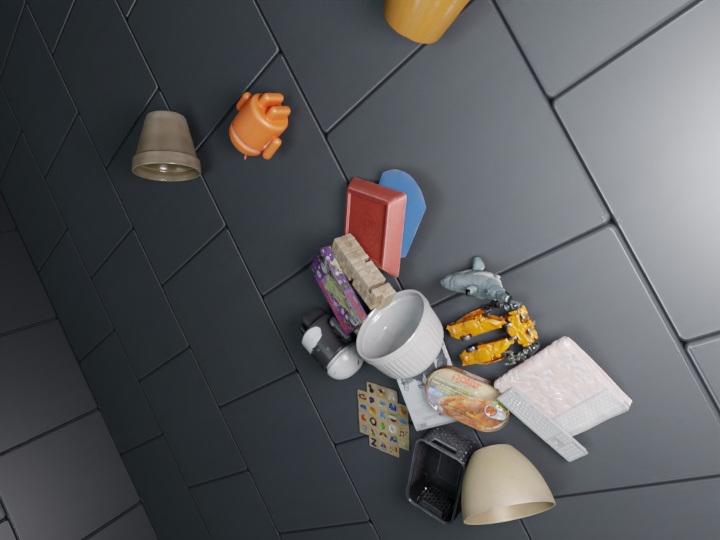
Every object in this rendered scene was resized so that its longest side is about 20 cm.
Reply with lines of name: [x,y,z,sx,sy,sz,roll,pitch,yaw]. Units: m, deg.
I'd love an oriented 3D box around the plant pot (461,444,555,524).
plant pot: [0.309,0.467,1.125,0.200,0.199,0.136,-44,43,37]

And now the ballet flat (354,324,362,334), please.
ballet flat: [0.031,0.163,1.310,0.200,0.070,0.071,50,127,15]

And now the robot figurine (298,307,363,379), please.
robot figurine: [-0.076,0.195,1.361,0.125,0.150,0.200,-44,73,0]

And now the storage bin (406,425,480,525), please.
storage bin: [0.203,0.500,1.258,0.134,0.093,0.202,21,116,31]

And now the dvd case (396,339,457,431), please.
dvd case: [0.168,0.278,1.231,0.149,0.025,0.202,-20,92,21]

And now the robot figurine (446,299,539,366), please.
robot figurine: [0.290,0.135,1.100,0.199,0.058,0.146,-24,89,40]

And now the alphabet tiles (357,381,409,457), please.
alphabet tiles: [0.062,0.409,1.394,0.165,0.006,0.202,9,109,36]

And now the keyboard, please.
keyboard: [0.379,0.324,1.064,0.200,0.011,0.056,41,129,5]

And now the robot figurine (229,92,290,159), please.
robot figurine: [-0.269,-0.382,1.333,0.143,0.117,0.199,35,134,-25]

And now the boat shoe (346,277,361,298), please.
boat shoe: [-0.040,0.039,1.315,0.198,0.073,0.069,23,124,32]

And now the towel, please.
towel: [0.406,0.251,1.036,0.191,0.032,0.200,44,126,1]

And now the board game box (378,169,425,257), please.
board game box: [0.092,-0.134,1.178,0.158,0.039,0.201,48,133,34]

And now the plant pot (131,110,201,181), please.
plant pot: [-0.592,-0.382,1.551,0.199,0.199,0.176,-9,83,39]

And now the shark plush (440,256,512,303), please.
shark plush: [0.246,0.046,1.046,0.200,0.082,0.092,-131,36,-58]

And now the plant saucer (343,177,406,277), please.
plant saucer: [0.022,-0.104,1.213,0.199,0.036,0.202,28,121,46]

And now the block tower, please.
block tower: [0.000,0.000,1.200,0.200,0.054,0.058,52,144,24]

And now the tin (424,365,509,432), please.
tin: [0.246,0.292,1.170,0.198,0.042,0.113,21,110,18]

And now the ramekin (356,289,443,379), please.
ramekin: [0.097,0.153,1.169,0.199,0.201,0.105,-20,125,40]

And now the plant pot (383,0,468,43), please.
plant pot: [0.131,-0.540,0.940,0.201,0.199,0.184,50,142,14]

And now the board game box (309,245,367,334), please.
board game box: [-0.057,0.051,1.252,0.201,0.032,0.120,60,157,11]
